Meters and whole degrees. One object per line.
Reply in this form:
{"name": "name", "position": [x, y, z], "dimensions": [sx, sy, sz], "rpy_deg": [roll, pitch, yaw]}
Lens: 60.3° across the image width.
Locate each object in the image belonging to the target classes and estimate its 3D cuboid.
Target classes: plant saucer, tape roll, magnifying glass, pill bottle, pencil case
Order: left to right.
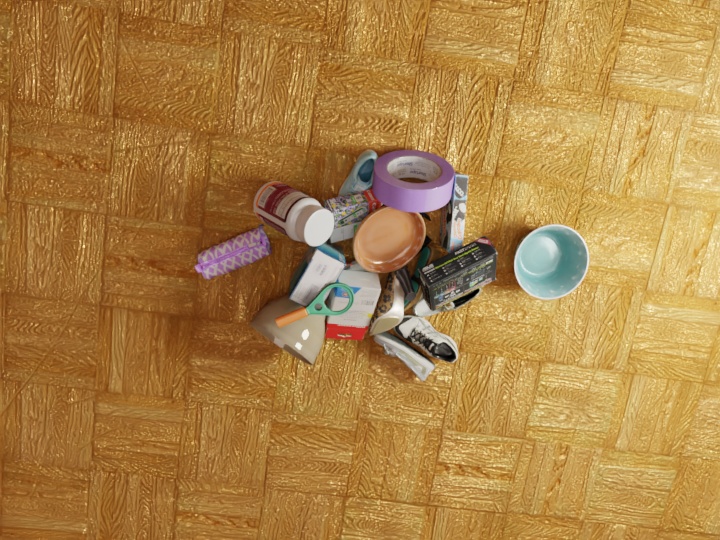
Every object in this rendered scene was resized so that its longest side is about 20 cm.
{"name": "pencil case", "position": [-0.329, -0.044, 1.624], "dimensions": [0.200, 0.086, 0.084], "rpy_deg": [-24, 105, 4]}
{"name": "pill bottle", "position": [-0.165, -0.141, 1.542], "dimensions": [0.114, 0.200, 0.114], "rpy_deg": [-27, 132, -35]}
{"name": "magnifying glass", "position": [-0.110, 0.090, 1.497], "dimensions": [0.200, 0.022, 0.080], "rpy_deg": [-22, 105, 3]}
{"name": "plant saucer", "position": [0.070, -0.085, 1.586], "dimensions": [0.200, 0.037, 0.200], "rpy_deg": [-12, 128, -16]}
{"name": "tape roll", "position": [0.130, -0.225, 1.543], "dimensions": [0.200, 0.200, 0.066], "rpy_deg": [1, 128, -4]}

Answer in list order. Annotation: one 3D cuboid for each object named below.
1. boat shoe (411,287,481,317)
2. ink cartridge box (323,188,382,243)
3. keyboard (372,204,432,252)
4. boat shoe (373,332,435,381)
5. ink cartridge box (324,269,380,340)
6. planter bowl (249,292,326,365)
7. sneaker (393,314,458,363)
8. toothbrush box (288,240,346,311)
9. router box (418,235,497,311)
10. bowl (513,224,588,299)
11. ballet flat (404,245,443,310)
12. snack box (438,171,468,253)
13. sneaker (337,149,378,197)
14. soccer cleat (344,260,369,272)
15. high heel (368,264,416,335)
{"name": "boat shoe", "position": [0.235, 0.075, 1.693], "dimensions": [0.200, 0.068, 0.075], "rpy_deg": [-26, 104, 3]}
{"name": "ink cartridge box", "position": [0.008, -0.148, 1.592], "dimensions": [0.200, 0.050, 0.109], "rpy_deg": [-15, 138, -12]}
{"name": "keyboard", "position": [0.122, -0.121, 1.621], "dimensions": [0.127, 0.021, 0.200], "rpy_deg": [-44, 131, 10]}
{"name": "boat shoe", "position": [0.115, 0.236, 1.725], "dimensions": [0.202, 0.074, 0.065], "rpy_deg": [33, 95, -17]}
{"name": "ink cartridge box", "position": [-0.027, 0.095, 1.653], "dimensions": [0.116, 0.067, 0.200], "rpy_deg": [6, 131, -14]}
{"name": "planter bowl", "position": [-0.174, 0.139, 1.636], "dimensions": [0.200, 0.200, 0.135], "rpy_deg": [36, 75, -11]}
{"name": "sneaker", "position": [0.186, 0.189, 1.709], "dimensions": [0.200, 0.088, 0.076], "rpy_deg": [26, 103, -7]}
{"name": "toothbrush box", "position": [-0.111, 0.003, 1.588], "dimensions": [0.085, 0.200, 0.147], "rpy_deg": [29, 101, -10]}
{"name": "router box", "position": [0.252, 0.010, 1.599], "dimensions": [0.200, 0.150, 0.062], "rpy_deg": [-26, 60, -4]}
{"name": "bowl", "position": [0.496, -0.033, 1.664], "dimensions": [0.200, 0.105, 0.201], "rpy_deg": [-1, 104, -3]}
{"name": "ballet flat", "position": [0.166, 0.031, 1.683], "dimensions": [0.063, 0.069, 0.200], "rpy_deg": [19, 105, -30]}
{"name": "snack box", "position": [0.241, -0.153, 1.613], "dimensions": [0.037, 0.116, 0.200], "rpy_deg": [1, 103, -7]}
{"name": "sneaker", "position": [-0.010, -0.216, 1.601], "dimensions": [0.074, 0.082, 0.200], "rpy_deg": [19, 102, -7]}
{"name": "soccer cleat", "position": [0.000, 0.000, 1.664], "dimensions": [0.200, 0.069, 0.078], "rpy_deg": [-34, 106, 2]}
{"name": "high heel", "position": [0.073, 0.075, 1.683], "dimensions": [0.071, 0.143, 0.200], "rpy_deg": [21, 125, -31]}
